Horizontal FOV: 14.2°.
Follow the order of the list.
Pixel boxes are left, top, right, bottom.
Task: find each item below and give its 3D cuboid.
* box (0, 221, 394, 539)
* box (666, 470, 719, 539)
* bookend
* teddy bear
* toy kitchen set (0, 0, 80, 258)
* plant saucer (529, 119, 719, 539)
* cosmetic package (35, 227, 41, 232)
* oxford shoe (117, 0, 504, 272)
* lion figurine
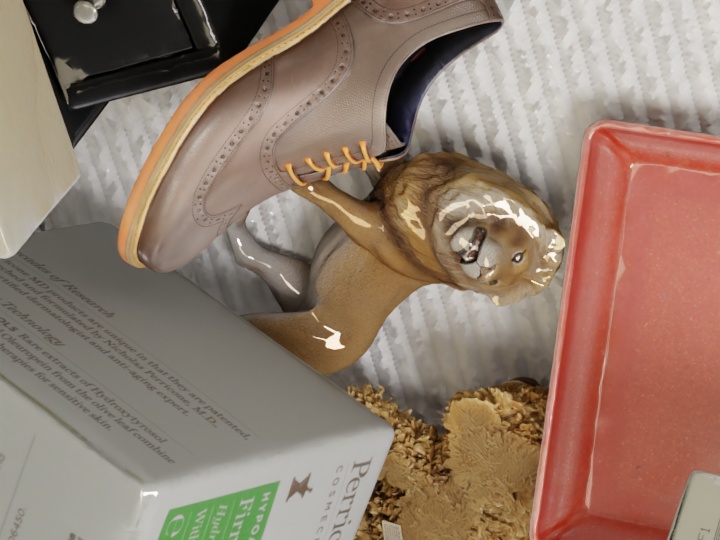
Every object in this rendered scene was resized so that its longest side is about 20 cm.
[{"bbox_3d":[-0.133,0.114,1.292,0.200,0.171,0.199,34,116,29],"label":"box"},{"bbox_3d":[0.164,0.173,1.254,0.082,0.068,0.200,15,146,10],"label":"box"},{"bbox_3d":[-0.078,-0.170,1.247,0.199,0.092,0.200,-12,116,24],"label":"bookend"},{"bbox_3d":[0.043,0.113,1.397,0.145,0.067,0.200,28,131,10],"label":"teddy bear"},{"bbox_3d":[-0.223,-0.089,1.167,0.180,0.200,0.163,-6,117,23],"label":"toy kitchen set"},{"bbox_3d":[0.186,0.044,1.276,0.200,0.037,0.200,9,98,17],"label":"plant saucer"},{"bbox_3d":[-0.189,0.016,1.419,0.083,0.051,0.200,-20,111,27],"label":"cosmetic package"},{"bbox_3d":[-0.024,-0.064,1.254,0.200,0.071,0.073,-46,72,7],"label":"oxford shoe"},{"bbox_3d":[0.000,0.000,1.344,0.122,0.072,0.200,36,138,-13],"label":"lion figurine"}]
